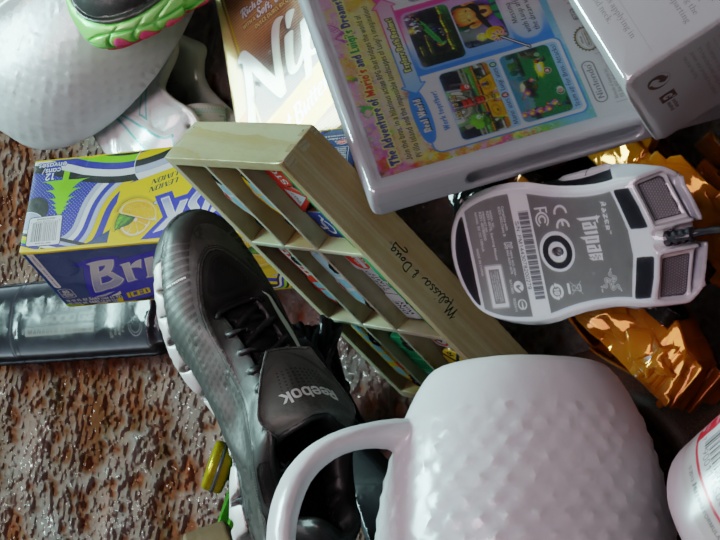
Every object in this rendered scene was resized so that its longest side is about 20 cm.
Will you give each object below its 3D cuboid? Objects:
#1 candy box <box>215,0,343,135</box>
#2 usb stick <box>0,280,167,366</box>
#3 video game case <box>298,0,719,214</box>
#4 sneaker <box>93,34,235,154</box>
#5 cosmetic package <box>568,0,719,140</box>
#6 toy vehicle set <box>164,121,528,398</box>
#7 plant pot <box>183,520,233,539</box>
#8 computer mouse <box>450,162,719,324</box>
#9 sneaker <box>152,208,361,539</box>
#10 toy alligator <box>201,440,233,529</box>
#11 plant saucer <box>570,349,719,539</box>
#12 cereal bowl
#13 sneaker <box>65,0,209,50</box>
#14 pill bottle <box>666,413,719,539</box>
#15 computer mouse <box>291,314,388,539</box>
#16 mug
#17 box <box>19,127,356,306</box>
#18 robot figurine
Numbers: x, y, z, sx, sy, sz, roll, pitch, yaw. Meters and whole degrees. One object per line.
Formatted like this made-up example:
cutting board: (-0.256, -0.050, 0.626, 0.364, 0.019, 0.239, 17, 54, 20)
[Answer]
candy box: (0.009, -0.134, 1.280, 0.200, 0.055, 0.116, -23, 70, 41)
usb stick: (-0.186, 0.032, 1.472, 0.200, 0.033, 0.056, -6, 76, 44)
video game case: (0.067, -0.130, 1.140, 0.182, 0.024, 0.200, -16, 53, -3)
sneaker: (-0.108, -0.056, 1.378, 0.080, 0.070, 0.200, -38, 61, 32)
cosmetic package: (0.190, -0.161, 1.045, 0.200, 0.074, 0.102, -31, 62, 8)
toy vehicle set: (0.000, 0.000, 1.177, 0.027, 0.200, 0.124, -52, 26, -17)
plant pot: (-0.019, 0.221, 1.223, 0.201, 0.093, 0.201, 161, 90, -84)
computer mouse: (0.131, -0.019, 1.071, 0.200, 0.044, 0.110, -4, 102, 39)
sneaker: (-0.043, 0.058, 1.136, 0.090, 0.066, 0.200, -28, 79, 59)
toy alligator: (-0.062, 0.124, 1.333, 0.054, 0.059, 0.200, -83, 13, -70)
plant saucer: (0.122, 0.138, 1.163, 0.200, 0.034, 0.200, -4, 85, 43)
cereal bowl: (-0.188, -0.180, 1.415, 0.200, 0.083, 0.200, -26, 50, 35)
sneaker: (-0.085, -0.205, 1.308, 0.084, 0.200, 0.077, 57, 173, -11)
pill bottle: (0.238, 0.067, 1.000, 0.200, 0.112, 0.112, -46, 57, 31)
computer mouse: (0.015, 0.110, 1.196, 0.046, 0.140, 0.200, -22, 44, 1)
mug: (0.053, 0.132, 1.073, 0.148, 0.200, 0.176, 139, 132, -69)
box: (-0.086, -0.029, 1.291, 0.200, 0.070, 0.064, -4, 60, 19)
robot figurine: (0.129, -0.029, 1.147, 0.145, 0.058, 0.200, -52, 54, 18)
